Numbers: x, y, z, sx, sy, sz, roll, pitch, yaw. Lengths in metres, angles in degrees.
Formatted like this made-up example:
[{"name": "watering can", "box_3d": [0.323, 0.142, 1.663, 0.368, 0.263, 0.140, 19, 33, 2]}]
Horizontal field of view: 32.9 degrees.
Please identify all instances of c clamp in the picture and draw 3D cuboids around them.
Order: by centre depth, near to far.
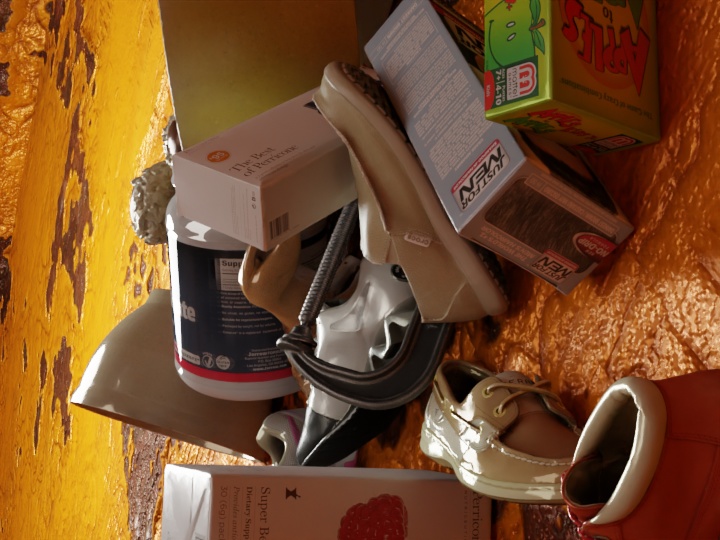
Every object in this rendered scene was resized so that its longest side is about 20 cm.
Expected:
[{"name": "c clamp", "box_3d": [0.000, 0.000, 0.873, 0.027, 0.170, 0.201, 60, -138, -61]}]

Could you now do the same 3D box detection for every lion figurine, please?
[{"name": "lion figurine", "box_3d": [-0.049, 0.019, 0.974, 0.072, 0.200, 0.123, 18, 69, 53]}]

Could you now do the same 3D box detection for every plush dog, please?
[{"name": "plush dog", "box_3d": [-0.121, -0.057, 1.210, 0.200, 0.160, 0.173, -42, 67, 52]}]

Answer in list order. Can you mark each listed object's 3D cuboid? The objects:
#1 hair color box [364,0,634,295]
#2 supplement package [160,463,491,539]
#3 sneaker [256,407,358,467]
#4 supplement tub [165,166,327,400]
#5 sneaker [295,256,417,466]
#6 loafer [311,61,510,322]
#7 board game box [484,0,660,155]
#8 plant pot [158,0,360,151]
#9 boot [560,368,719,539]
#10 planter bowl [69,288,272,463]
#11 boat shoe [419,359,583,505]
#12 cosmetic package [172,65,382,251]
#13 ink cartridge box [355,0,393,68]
[{"name": "hair color box", "box_3d": [0.079, -0.085, 0.750, 0.061, 0.099, 0.201, -47, 39, 22]}, {"name": "supplement package", "box_3d": [-0.025, 0.194, 0.821, 0.120, 0.199, 0.122, 166, 107, -66]}, {"name": "sneaker", "box_3d": [-0.046, 0.202, 1.001, 0.081, 0.088, 0.201, 119, 148, -53]}, {"name": "supplement tub", "box_3d": [-0.097, -0.001, 1.063, 0.140, 0.139, 0.201, -138, 44, -62]}, {"name": "sneaker", "box_3d": [-0.006, 0.070, 0.940, 0.089, 0.074, 0.201, 49, 126, 28]}, {"name": "loafer", "box_3d": [0.024, -0.040, 0.782, 0.068, 0.200, 0.076, -31, 17, 12]}, {"name": "board game box", "box_3d": [0.118, -0.175, 0.681, 0.047, 0.101, 0.202, -11, 75, 45]}, {"name": "plant pot", "box_3d": [-0.076, -0.185, 0.945, 0.200, 0.141, 0.202, 172, 90, -86]}, {"name": "boot", "box_3d": [0.131, 0.124, 0.596, 0.075, 0.107, 0.201, -116, 36, -47]}, {"name": "planter bowl", "box_3d": [-0.173, 0.099, 1.218, 0.200, 0.199, 0.136, -13, 58, 65]}, {"name": "boat shoe", "box_3d": [0.088, 0.094, 0.739, 0.200, 0.074, 0.067, -171, 81, -67]}, {"name": "cosmetic package", "box_3d": [-0.030, -0.084, 0.842, 0.082, 0.200, 0.051, 19, 126, 34]}, {"name": "ink cartridge box", "box_3d": [-0.054, -0.236, 1.123, 0.200, 0.084, 0.146, -114, 38, -52]}]
